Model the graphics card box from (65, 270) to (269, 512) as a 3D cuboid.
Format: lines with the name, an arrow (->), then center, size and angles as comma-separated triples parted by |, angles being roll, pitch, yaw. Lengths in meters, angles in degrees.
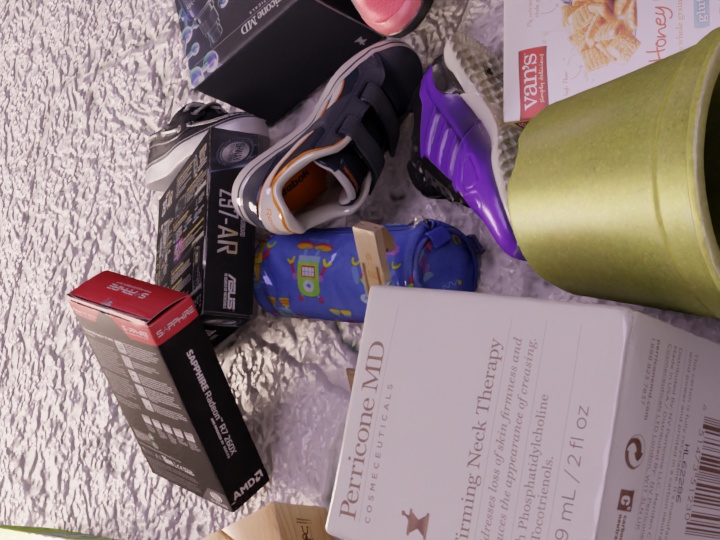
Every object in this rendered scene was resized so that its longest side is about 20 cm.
graphics card box -> -0.161, 0.101, 1.019 | 0.125, 0.051, 0.201 | 12, 130, 45

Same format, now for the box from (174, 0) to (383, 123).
box -> -0.085, -0.265, 1.098 | 0.148, 0.107, 0.201 | -33, 58, 31

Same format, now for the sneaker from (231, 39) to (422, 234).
sneaker -> -0.008, -0.101, 0.965 | 0.200, 0.079, 0.079 | -47, 38, -12

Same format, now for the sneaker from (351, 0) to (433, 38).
sneaker -> -0.010, -0.265, 0.984 | 0.074, 0.087, 0.201 | -45, 52, 26

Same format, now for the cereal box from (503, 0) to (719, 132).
cereal box -> 0.194, -0.179, 0.832 | 0.199, 0.039, 0.145 | -5, 79, 32

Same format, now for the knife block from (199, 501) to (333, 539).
knife block -> -0.063, 0.281, 0.949 | 0.200, 0.064, 0.177 | -32, 57, 33

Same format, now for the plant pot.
plant pot -> 0.196, -0.052, 0.733 | 0.184, 0.199, 0.202 | -2, 76, 55

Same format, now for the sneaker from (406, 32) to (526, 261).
sneaker -> 0.085, -0.076, 0.917 | 0.099, 0.069, 0.201 | -42, 48, 35

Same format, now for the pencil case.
pencil case -> 0.000, 0.000, 0.960 | 0.199, 0.078, 0.087 | 1, 102, 43

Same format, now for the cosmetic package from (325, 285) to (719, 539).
cosmetic package -> 0.115, 0.111, 0.760 | 0.199, 0.166, 0.169 | 4, 81, 45

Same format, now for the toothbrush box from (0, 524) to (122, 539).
toothbrush box -> -0.284, 0.321, 1.132 | 0.199, 0.086, 0.147 | -2, 77, 41

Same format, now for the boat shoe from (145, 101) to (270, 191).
boat shoe -> -0.147, -0.125, 1.121 | 0.200, 0.071, 0.068 | -17, 77, 59

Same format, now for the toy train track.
toy train track -> 0.032, 0.053, 0.888 | 0.114, 0.032, 0.201 | 16, 128, 44

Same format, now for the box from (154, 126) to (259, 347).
box -> -0.141, -0.015, 1.064 | 0.200, 0.043, 0.161 | 144, 130, -63
